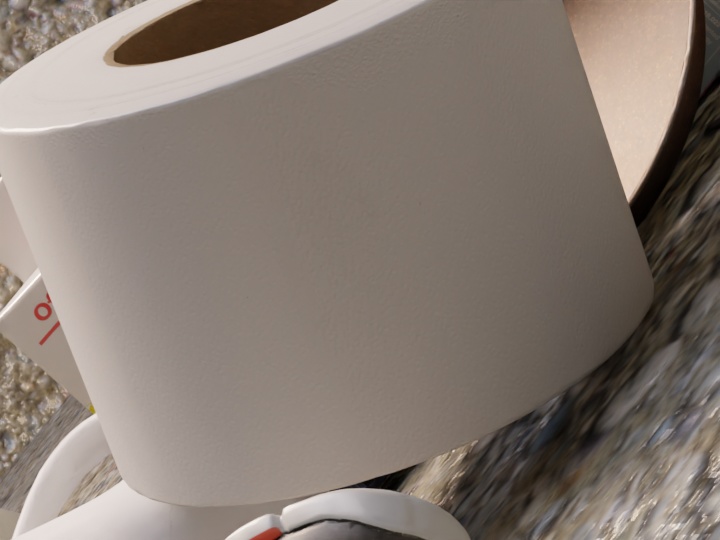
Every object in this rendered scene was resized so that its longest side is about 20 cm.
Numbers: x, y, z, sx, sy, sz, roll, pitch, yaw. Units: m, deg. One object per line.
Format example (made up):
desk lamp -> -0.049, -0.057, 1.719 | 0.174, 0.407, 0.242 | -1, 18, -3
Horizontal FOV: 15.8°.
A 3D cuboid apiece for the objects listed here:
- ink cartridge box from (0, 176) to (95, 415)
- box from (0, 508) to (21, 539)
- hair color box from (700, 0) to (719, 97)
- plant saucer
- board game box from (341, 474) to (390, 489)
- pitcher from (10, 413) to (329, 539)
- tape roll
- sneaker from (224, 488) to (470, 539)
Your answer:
ink cartridge box -> -0.087, 0.016, 1.208 | 0.117, 0.200, 0.067 | -47, 7, 17
box -> -0.220, 0.201, 1.095 | 0.200, 0.108, 0.128 | -83, 12, -50
hair color box -> 0.157, -0.143, 1.115 | 0.200, 0.061, 0.099 | -51, 6, -6
plant saucer -> 0.069, -0.072, 1.033 | 0.200, 0.034, 0.201 | -24, 58, 45
board game box -> -0.074, 0.133, 1.086 | 0.200, 0.057, 0.165 | -51, 5, -8
pitcher -> -0.111, 0.137, 0.947 | 0.200, 0.121, 0.171 | -46, 30, -14
tape roll -> -0.014, -0.027, 0.889 | 0.202, 0.140, 0.203 | -19, 17, 6
sneaker -> -0.033, 0.147, 0.776 | 0.200, 0.077, 0.082 | -47, 34, 28
